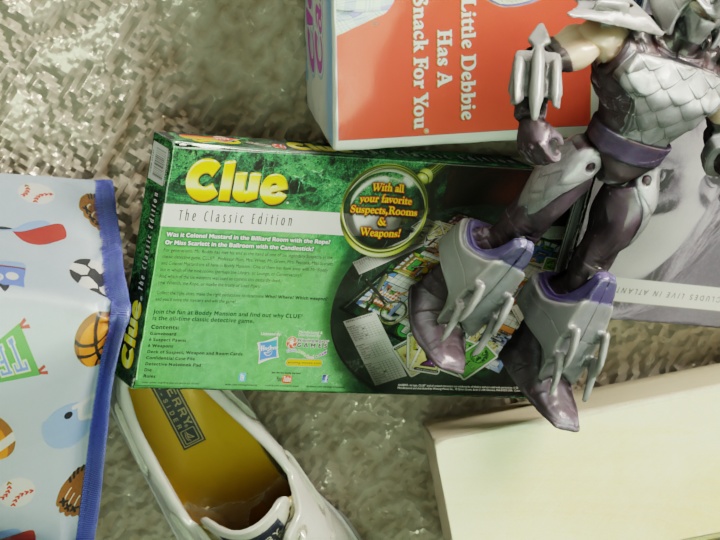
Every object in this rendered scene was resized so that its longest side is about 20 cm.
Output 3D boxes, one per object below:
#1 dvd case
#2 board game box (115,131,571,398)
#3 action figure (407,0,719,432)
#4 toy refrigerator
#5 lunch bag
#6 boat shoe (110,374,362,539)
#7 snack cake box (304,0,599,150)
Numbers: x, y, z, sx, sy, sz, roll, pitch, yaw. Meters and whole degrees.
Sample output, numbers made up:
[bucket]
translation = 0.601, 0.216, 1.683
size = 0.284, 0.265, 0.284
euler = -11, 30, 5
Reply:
[dvd case]
translation = 0.168, -0.069, 1.253
size = 0.149, 0.016, 0.200
euler = 6, 110, -29
[board game box]
translation = 0.000, 0.000, 1.234
size = 0.200, 0.023, 0.105
euler = 4, 107, -29
[action figure]
translation = 0.099, -0.038, 1.179
size = 0.130, 0.069, 0.200
euler = 20, 117, -20
[toy refrigerator]
translation = 0.132, 0.083, 1.278
size = 0.200, 0.076, 0.070
euler = -11, 94, -3
[lunch bag]
translation = -0.189, 0.067, 1.213
size = 0.170, 0.124, 0.200
euler = 6, 124, -12
[boat shoe]
translation = -0.048, 0.105, 1.272
size = 0.071, 0.070, 0.200
euler = -28, 111, 2
[snack cake box]
translation = 0.038, -0.154, 1.195
size = 0.115, 0.067, 0.200
euler = -4, 111, -10
